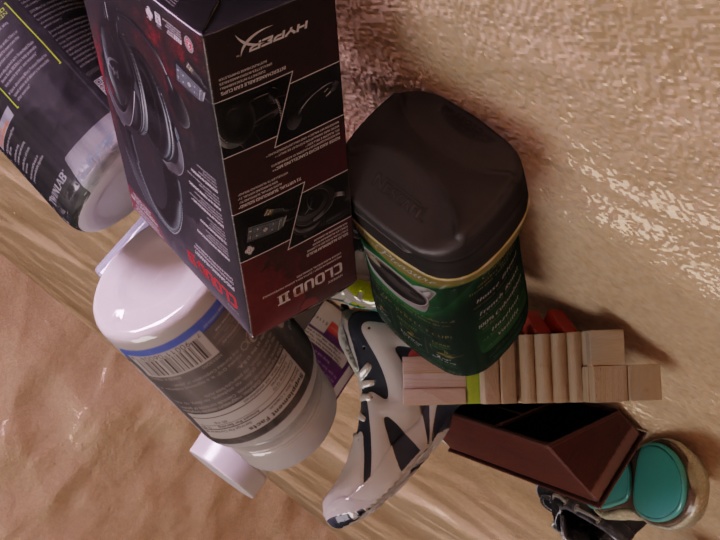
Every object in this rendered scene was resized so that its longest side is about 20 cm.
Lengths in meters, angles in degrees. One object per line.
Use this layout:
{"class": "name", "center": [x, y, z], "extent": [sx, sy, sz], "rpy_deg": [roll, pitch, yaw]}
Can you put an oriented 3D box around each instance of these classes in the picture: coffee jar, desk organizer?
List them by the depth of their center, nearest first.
{"class": "coffee jar", "center": [0.048, -0.017, 0.655], "extent": [0.104, 0.085, 0.201], "rpy_deg": [38, 166, 21]}
{"class": "desk organizer", "center": [0.129, 0.121, 0.907], "extent": [0.077, 0.072, 0.199], "rpy_deg": [46, 161, -26]}

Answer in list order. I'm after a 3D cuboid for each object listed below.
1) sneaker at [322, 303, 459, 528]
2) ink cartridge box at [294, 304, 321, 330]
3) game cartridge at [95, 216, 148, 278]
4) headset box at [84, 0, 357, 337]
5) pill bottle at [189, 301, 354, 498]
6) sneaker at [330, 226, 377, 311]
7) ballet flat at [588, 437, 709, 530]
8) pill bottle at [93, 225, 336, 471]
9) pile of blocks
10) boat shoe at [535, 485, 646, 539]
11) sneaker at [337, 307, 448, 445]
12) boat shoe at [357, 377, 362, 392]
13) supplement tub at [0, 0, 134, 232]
{"class": "sneaker", "center": [0.012, 0.093, 0.867], "extent": [0.129, 0.200, 0.079], "rpy_deg": [42, -174, 14]}
{"class": "ink cartridge box", "center": [-0.114, 0.006, 1.008], "extent": [0.068, 0.116, 0.199], "rpy_deg": [46, 162, -32]}
{"class": "game cartridge", "center": [-0.178, -0.039, 0.971], "extent": [0.041, 0.133, 0.200], "rpy_deg": [45, 171, -9]}
{"class": "headset box", "center": [-0.075, -0.076, 0.592], "extent": [0.149, 0.076, 0.203], "rpy_deg": [42, 147, 39]}
{"class": "pill bottle", "center": [-0.087, 0.128, 1.138], "extent": [0.110, 0.201, 0.112], "rpy_deg": [32, 164, 11]}
{"class": "sneaker", "center": [0.000, 0.000, 0.821], "extent": [0.197, 0.079, 0.080], "rpy_deg": [23, 172, 21]}
{"class": "ballet flat", "center": [0.237, 0.167, 0.858], "extent": [0.061, 0.069, 0.200], "rpy_deg": [9, 170, -8]}
{"class": "pill bottle", "center": [-0.102, 0.062, 0.833], "extent": [0.113, 0.114, 0.201], "rpy_deg": [21, 155, 42]}
{"class": "pile of blocks", "center": [0.115, 0.061, 0.765], "extent": [0.197, 0.064, 0.082], "rpy_deg": [-5, 174, 32]}
{"class": "boat shoe", "center": [0.211, 0.230, 1.043], "extent": [0.071, 0.068, 0.200], "rpy_deg": [38, 164, -9]}
{"class": "sneaker", "center": [0.046, 0.109, 1.037], "extent": [0.200, 0.076, 0.087], "rpy_deg": [42, 163, -17]}
{"class": "boat shoe", "center": [0.042, 0.151, 1.175], "extent": [0.057, 0.067, 0.201], "rpy_deg": [38, 164, 29]}
{"class": "supplement tub", "center": [-0.222, -0.137, 0.786], "extent": [0.200, 0.122, 0.123], "rpy_deg": [47, 165, 6]}
